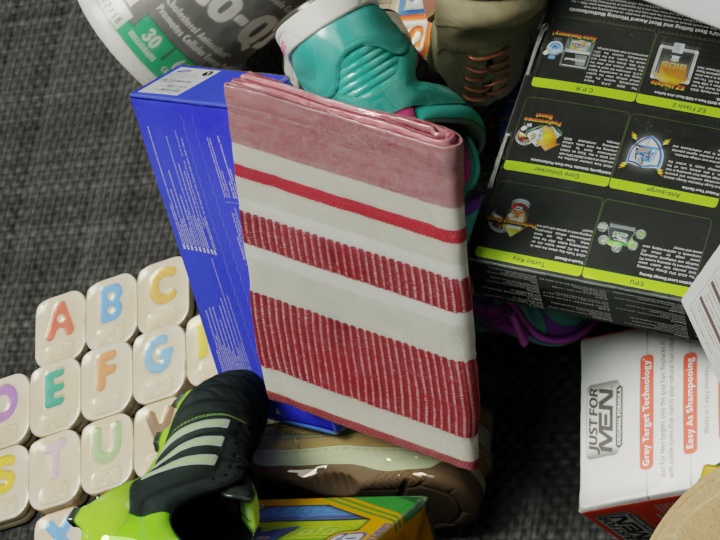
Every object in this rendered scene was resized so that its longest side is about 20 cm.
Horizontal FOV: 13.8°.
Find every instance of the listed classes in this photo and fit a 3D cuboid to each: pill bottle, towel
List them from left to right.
[{"bbox_3d":[-0.063,-0.198,1.751,0.200,0.113,0.113,-37,52,16],"label":"pill bottle"},{"bbox_3d":[0.000,0.000,1.544,0.143,0.201,0.023,19,40,32],"label":"towel"}]

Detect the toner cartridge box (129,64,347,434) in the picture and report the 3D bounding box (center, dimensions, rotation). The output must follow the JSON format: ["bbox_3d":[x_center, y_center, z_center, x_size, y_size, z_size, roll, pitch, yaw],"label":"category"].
[{"bbox_3d":[-0.056,-0.012,1.644,0.043,0.201,0.095,-33,28,-33],"label":"toner cartridge box"}]

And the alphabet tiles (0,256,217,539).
[{"bbox_3d":[-0.152,0.091,1.813,0.199,0.015,0.197,-18,58,28],"label":"alphabet tiles"}]

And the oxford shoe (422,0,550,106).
[{"bbox_3d":[0.074,-0.129,1.635,0.070,0.200,0.074,-5,90,-1],"label":"oxford shoe"}]

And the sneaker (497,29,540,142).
[{"bbox_3d":[0.141,-0.046,1.649,0.077,0.075,0.200,-54,45,29],"label":"sneaker"}]

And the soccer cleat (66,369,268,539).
[{"bbox_3d":[-0.081,0.115,1.583,0.081,0.068,0.200,6,27,22],"label":"soccer cleat"}]

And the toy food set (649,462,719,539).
[{"bbox_3d":[0.221,0.180,1.446,0.199,0.049,0.199,12,93,32],"label":"toy food set"}]

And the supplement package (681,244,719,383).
[{"bbox_3d":[0.281,0.030,1.390,0.199,0.111,0.156,-14,67,-23],"label":"supplement package"}]

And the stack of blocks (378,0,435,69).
[{"bbox_3d":[0.015,-0.151,1.786,0.115,0.059,0.201,-2,67,34],"label":"stack of blocks"}]

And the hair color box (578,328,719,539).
[{"bbox_3d":[0.213,0.073,1.536,0.199,0.061,0.102,-12,62,29],"label":"hair color box"}]

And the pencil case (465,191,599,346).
[{"bbox_3d":[0.046,-0.001,1.648,0.199,0.085,0.092,0,38,51],"label":"pencil case"}]

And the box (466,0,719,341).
[{"bbox_3d":[0.174,-0.059,1.532,0.199,0.048,0.194,11,65,17],"label":"box"}]

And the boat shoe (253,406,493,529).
[{"bbox_3d":[-0.012,0.105,1.683,0.199,0.072,0.076,-1,51,28],"label":"boat shoe"}]

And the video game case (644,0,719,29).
[{"bbox_3d":[0.201,-0.175,1.584,0.200,0.181,0.023,27,125,40],"label":"video game case"}]

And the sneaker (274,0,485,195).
[{"bbox_3d":[0.018,-0.084,1.624,0.083,0.200,0.121,-31,82,5],"label":"sneaker"}]

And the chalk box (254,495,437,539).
[{"bbox_3d":[-0.061,0.202,1.594,0.199,0.124,0.126,-6,108,32],"label":"chalk box"}]
